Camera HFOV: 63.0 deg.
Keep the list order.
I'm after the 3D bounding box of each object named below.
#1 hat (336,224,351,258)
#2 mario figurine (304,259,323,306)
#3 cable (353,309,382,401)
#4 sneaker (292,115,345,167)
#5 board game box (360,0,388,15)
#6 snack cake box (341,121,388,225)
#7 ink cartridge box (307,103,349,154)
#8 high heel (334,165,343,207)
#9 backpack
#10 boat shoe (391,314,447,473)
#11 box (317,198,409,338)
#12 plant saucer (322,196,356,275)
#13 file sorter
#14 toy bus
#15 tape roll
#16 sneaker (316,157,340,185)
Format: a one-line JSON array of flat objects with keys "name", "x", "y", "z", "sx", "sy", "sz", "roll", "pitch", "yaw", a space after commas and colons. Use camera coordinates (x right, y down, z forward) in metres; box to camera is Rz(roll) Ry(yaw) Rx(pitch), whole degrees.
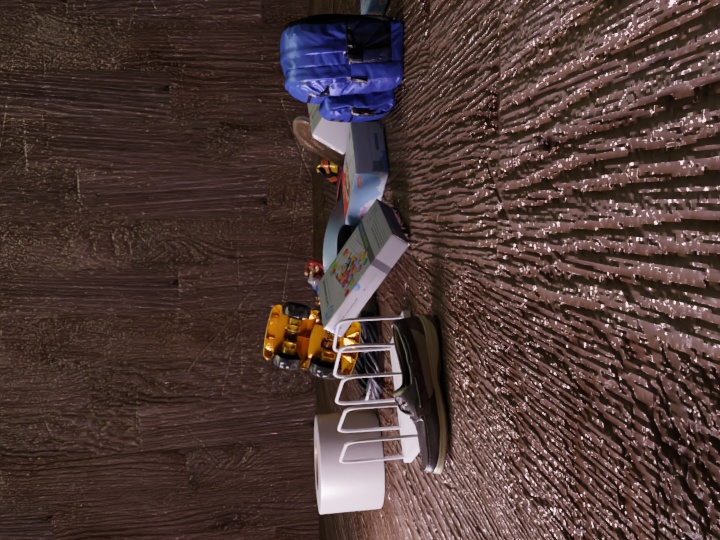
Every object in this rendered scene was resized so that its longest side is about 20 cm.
[{"name": "hat", "x": 0.000, "y": 0.000, "z": 1.206, "sx": 0.200, "sy": 0.079, "sz": 0.206, "roll": 4, "pitch": -90, "yaw": -82}, {"name": "mario figurine", "x": -0.204, "y": 0.048, "z": 2.521, "sx": 0.123, "sy": 0.104, "sz": 0.204, "roll": -35, "pitch": 57, "yaw": 38}, {"name": "cable", "x": 0.012, "y": 0.182, "z": 1.250, "sx": 0.163, "sy": 0.049, "sz": 0.205, "roll": 115, "pitch": 154, "yaw": -76}, {"name": "sneaker", "x": -0.090, "y": -0.352, "z": 1.487, "sx": 0.069, "sy": 0.198, "sz": 0.111, "roll": -26, "pitch": 49, "yaw": 36}, {"name": "board game box", "x": 0.024, "y": -0.574, "z": 1.078, "sx": 0.151, "sy": 0.036, "sz": 0.206, "roll": 171, "pitch": 97, "yaw": -81}, {"name": "snack cake box", "x": 0.005, "y": -0.189, "z": 1.180, "sx": 0.201, "sy": 0.065, "sz": 0.118, "roll": 107, "pitch": 158, "yaw": -66}, {"name": "ink cartridge box", "x": -0.041, "y": -0.362, "z": 1.228, "sx": 0.145, "sy": 0.083, "sz": 0.202, "roll": -52, "pitch": 30, "yaw": 26}, {"name": "high heel", "x": -0.038, "y": -0.171, "z": 1.474, "sx": 0.097, "sy": 0.066, "sz": 0.204, "roll": 91, "pitch": 175, "yaw": -59}, {"name": "backpack", "x": -0.036, "y": -0.338, "z": 0.985, "sx": 0.162, "sy": 0.195, "sz": 0.173, "roll": -156, "pitch": 65, "yaw": -80}, {"name": "boat shoe", "x": 0.073, "y": 0.162, "z": 0.773, "sx": 0.073, "sy": 0.063, "sz": 0.205, "roll": 121, "pitch": 146, "yaw": -72}, {"name": "box", "x": -0.002, "y": -0.008, "z": 1.016, "sx": 0.202, "sy": 0.041, "sz": 0.157, "roll": -55, "pitch": 22, "yaw": 19}, {"name": "plant saucer", "x": -0.028, "y": -0.062, "z": 1.317, "sx": 0.199, "sy": 0.035, "sz": 0.205, "roll": 10, "pitch": -90, "yaw": -71}, {"name": "file sorter", "x": 0.023, "y": 0.188, "z": 0.932, "sx": 0.140, "sy": 0.121, "sz": 0.204, "roll": 104, "pitch": 163, "yaw": -59}, {"name": "toy bus", "x": -0.105, "y": 0.138, "z": 1.293, "sx": 0.192, "sy": 0.195, "sz": 0.139, "roll": -122, "pitch": 45, "yaw": -82}, {"name": "tape roll", "x": -0.030, "y": 0.420, "z": 1.290, "sx": 0.203, "sy": 0.135, "sz": 0.208, "roll": 178, "pitch": 90, "yaw": -82}, {"name": "sneaker", "x": -0.088, "y": -0.298, "z": 1.723, "sx": 0.200, "sy": 0.088, "sz": 0.072, "roll": 150, "pitch": 118, "yaw": -80}]
